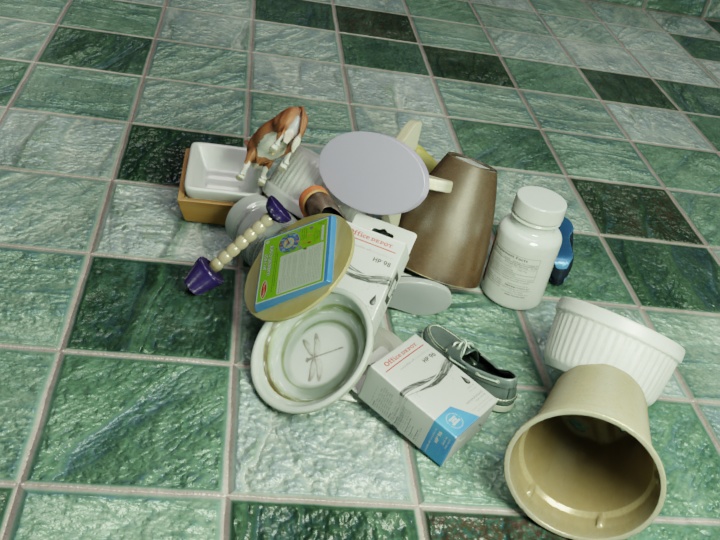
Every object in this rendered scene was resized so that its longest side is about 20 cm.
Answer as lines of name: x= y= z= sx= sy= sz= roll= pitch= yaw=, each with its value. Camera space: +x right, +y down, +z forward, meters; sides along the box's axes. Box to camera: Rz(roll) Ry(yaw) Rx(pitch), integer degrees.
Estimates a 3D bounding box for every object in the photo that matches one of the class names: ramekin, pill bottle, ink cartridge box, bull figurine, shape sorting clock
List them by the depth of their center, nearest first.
ink cartridge box: x=0.081 y=0.170 z=1.263 sx=0.200 sy=0.068 sz=0.116 roll=38 pitch=41 yaw=21
shape sorting clock: x=-0.093 y=-0.005 z=1.327 sx=0.199 sy=0.039 sz=0.200 roll=-20 pitch=43 yaw=20
ramekin: x=0.375 y=0.128 z=1.329 sx=0.200 sy=0.105 sz=0.200 roll=25 pitch=-2 yaw=1
ink cartridge box: x=0.000 y=0.000 z=1.371 sx=0.115 sy=0.067 sz=0.201 roll=20 pitch=74 yaw=14
pill bottle: x=-0.140 y=-0.039 z=1.480 sx=0.113 sy=0.114 sz=0.200 roll=-15 pitch=43 yaw=-34
pill bottle: x=0.290 y=-0.041 z=1.540 sx=0.114 sy=0.201 sz=0.115 roll=9 pitch=33 yaw=-6
bull figurine: x=-0.161 y=-0.216 z=1.547 sx=0.065 sy=0.200 sz=0.122 roll=27 pitch=56 yaw=-21
ramekin: x=-0.068 y=-0.143 z=1.585 sx=0.200 sy=0.105 sz=0.200 roll=30 pitch=8 yaw=-5

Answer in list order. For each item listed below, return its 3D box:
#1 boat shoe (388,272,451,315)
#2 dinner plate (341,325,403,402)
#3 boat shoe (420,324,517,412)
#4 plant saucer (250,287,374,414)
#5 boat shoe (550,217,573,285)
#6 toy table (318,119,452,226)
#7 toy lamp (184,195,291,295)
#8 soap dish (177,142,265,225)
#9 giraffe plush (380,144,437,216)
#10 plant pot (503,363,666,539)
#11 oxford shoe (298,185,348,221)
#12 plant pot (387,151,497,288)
boat shoe: x=0.055 y=0.028 z=1.490 sx=0.199 sy=0.072 sz=0.066 roll=2 pitch=38 yaw=-1
dinner plate: x=-0.013 y=0.128 z=1.359 sx=0.199 sy=0.024 sz=0.200 roll=9 pitch=33 yaw=-6
boat shoe: x=0.172 y=0.136 z=1.369 sx=0.073 sy=0.062 sz=0.200 roll=-15 pitch=42 yaw=-34
plant saucer: x=-0.063 y=0.120 z=1.272 sx=0.199 sy=0.050 sz=0.201 roll=-15 pitch=55 yaw=22
boat shoe: x=0.369 y=-0.042 z=1.692 sx=0.084 sy=0.069 sz=0.200 roll=9 pitch=32 yaw=11
toy table: x=0.045 y=-0.162 z=1.448 sx=0.200 sy=0.184 sz=0.117 roll=32 pitch=20 yaw=26
toy lamp: x=-0.200 y=-0.035 z=1.408 sx=0.058 sy=0.200 sz=0.058 roll=49 pitch=9 yaw=-10
soap dish: x=-0.258 y=-0.160 z=1.648 sx=0.157 sy=0.081 sz=0.200 roll=6 pitch=35 yaw=-10
giraffe plush: x=0.096 y=-0.174 z=1.738 sx=0.199 sy=0.173 sz=0.162 roll=-14 pitch=19 yaw=-18
plant pot: x=0.308 y=0.224 z=1.173 sx=0.200 sy=0.201 sz=0.184 roll=20 pitch=30 yaw=12
oxford shoe: x=-0.038 y=-0.051 z=1.476 sx=0.071 sy=0.200 sz=0.073 roll=-38 pitch=40 yaw=-4
plant pot: x=0.160 y=-0.099 z=1.540 sx=0.186 sy=0.201 sz=0.187 roll=20 pitch=15 yaw=-6
